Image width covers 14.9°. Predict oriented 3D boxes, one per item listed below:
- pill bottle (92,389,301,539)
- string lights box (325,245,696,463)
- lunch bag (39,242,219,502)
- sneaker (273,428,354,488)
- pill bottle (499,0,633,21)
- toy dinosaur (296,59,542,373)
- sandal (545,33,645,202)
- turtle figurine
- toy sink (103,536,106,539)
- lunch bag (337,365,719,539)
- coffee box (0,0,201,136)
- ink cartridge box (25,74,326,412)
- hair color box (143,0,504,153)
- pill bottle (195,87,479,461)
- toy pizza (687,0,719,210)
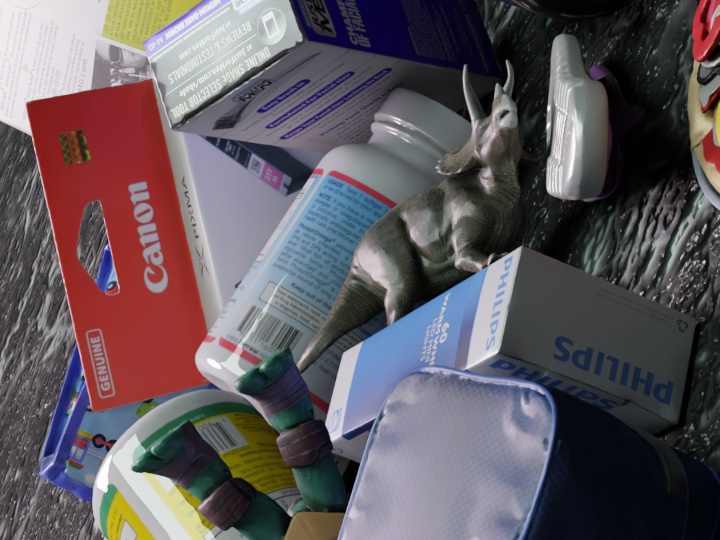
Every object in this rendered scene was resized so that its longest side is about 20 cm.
[{"bbox_3d":[-0.052,0.168,1.493,0.200,0.112,0.113,48,120,34],"label":"pill bottle"},{"bbox_3d":[0.070,0.059,1.377,0.200,0.102,0.059,-33,39,59],"label":"string lights box"},{"bbox_3d":[-0.110,0.087,1.739,0.094,0.150,0.201,-35,33,58],"label":"lunch bag"},{"bbox_3d":[-0.037,0.141,1.680,0.089,0.077,0.201,-7,-61,-76],"label":"sneaker"},{"bbox_3d":[0.093,-0.207,1.568,0.112,0.111,0.200,-68,19,4],"label":"pill bottle"},{"bbox_3d":[0.042,-0.009,1.501,0.200,0.077,0.103,-44,47,26],"label":"toy dinosaur"},{"bbox_3d":[0.124,-0.073,1.446,0.203,0.049,0.083,-85,-1,-75],"label":"sandal"},{"bbox_3d":[-0.016,0.146,1.379,0.149,0.200,0.101,-38,-1,-12],"label":"turtle figurine"},{"bbox_3d":[-0.111,0.248,1.600,0.112,0.130,0.201,-92,25,-65],"label":"toy sink"},{"bbox_3d":[0.071,0.155,1.243,0.136,0.132,0.201,12,81,55],"label":"lunch bag"},{"bbox_3d":[-0.123,-0.191,1.843,0.200,0.197,0.201,-35,-34,-55],"label":"coffee box"},{"bbox_3d":[-0.099,-0.028,1.691,0.044,0.173,0.201,169,88,-68],"label":"ink cartridge box"},{"bbox_3d":[-0.019,-0.122,1.617,0.109,0.200,0.065,-31,71,31],"label":"hair color box"},{"bbox_3d":[0.000,0.000,1.588,0.201,0.109,0.109,-57,18,-8],"label":"pill bottle"},{"bbox_3d":[0.204,-0.123,1.303,0.200,0.032,0.201,-54,24,38],"label":"toy pizza"}]
